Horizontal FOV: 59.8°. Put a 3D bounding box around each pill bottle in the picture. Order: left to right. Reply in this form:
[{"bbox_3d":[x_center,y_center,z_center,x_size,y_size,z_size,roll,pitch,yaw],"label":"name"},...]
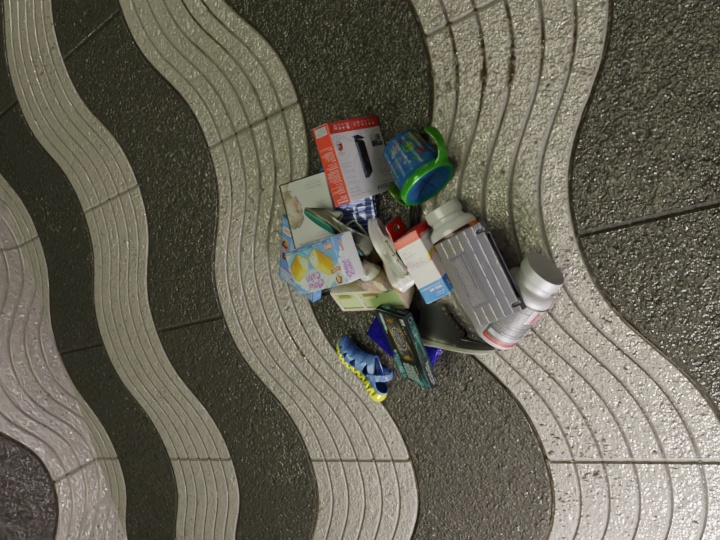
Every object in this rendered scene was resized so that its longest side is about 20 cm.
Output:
[{"bbox_3d":[0.228,-0.053,1.395,0.113,0.113,0.202,-32,86,39],"label":"pill bottle"},{"bbox_3d":[0.339,0.066,1.349,0.116,0.115,0.201,45,126,16],"label":"pill bottle"}]

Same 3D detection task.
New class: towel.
[{"bbox_3d":[-0.029,-0.170,1.570,0.143,0.024,0.203,-5,95,23],"label":"towel"},{"bbox_3d":[0.111,0.176,1.600,0.200,0.049,0.149,40,124,20],"label":"towel"}]

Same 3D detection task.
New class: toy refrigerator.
[{"bbox_3d":[0.029,0.055,1.574,0.198,0.070,0.076,-4,137,32],"label":"toy refrigerator"}]

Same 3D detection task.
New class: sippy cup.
[{"bbox_3d":[0.121,-0.240,1.413,0.177,0.139,0.131,-39,69,14],"label":"sippy cup"}]

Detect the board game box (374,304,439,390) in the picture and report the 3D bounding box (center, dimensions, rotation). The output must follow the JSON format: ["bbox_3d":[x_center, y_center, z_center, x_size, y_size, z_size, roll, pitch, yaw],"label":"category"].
[{"bbox_3d":[0.111,0.182,1.510,0.135,0.028,0.202,13,129,61],"label":"board game box"}]

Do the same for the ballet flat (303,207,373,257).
[{"bbox_3d":[-0.047,-0.108,1.537,0.199,0.064,0.067,37,169,10],"label":"ballet flat"}]

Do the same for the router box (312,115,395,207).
[{"bbox_3d":[-0.009,-0.257,1.453,0.048,0.199,0.182,-12,99,38],"label":"router box"}]

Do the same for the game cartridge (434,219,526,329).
[{"bbox_3d":[0.248,0.011,1.308,0.129,0.038,0.202,-28,87,44],"label":"game cartridge"}]

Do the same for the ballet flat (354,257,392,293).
[{"bbox_3d":[0.000,0.000,1.532,0.199,0.068,0.067,21,157,44],"label":"ballet flat"}]

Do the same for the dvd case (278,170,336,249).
[{"bbox_3d":[-0.125,-0.138,1.601,0.141,0.018,0.203,-13,93,25],"label":"dvd case"}]

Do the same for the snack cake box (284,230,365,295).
[{"bbox_3d":[-0.089,-0.016,1.522,0.199,0.067,0.116,-15,94,49],"label":"snack cake box"}]

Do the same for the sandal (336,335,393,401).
[{"bbox_3d":[0.018,0.250,1.684,0.200,0.079,0.087,47,124,5],"label":"sandal"}]

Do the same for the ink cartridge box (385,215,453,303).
[{"bbox_3d":[0.144,-0.040,1.440,0.067,0.116,0.202,-27,96,26],"label":"ink cartridge box"}]

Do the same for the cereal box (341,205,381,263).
[{"bbox_3d":[-0.039,-0.081,1.635,0.143,0.039,0.202,-34,83,38],"label":"cereal box"}]

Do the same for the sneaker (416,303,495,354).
[{"bbox_3d":[0.227,0.138,1.487,0.197,0.075,0.108,10,84,18],"label":"sneaker"}]

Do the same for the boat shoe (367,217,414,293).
[{"bbox_3d":[0.081,-0.047,1.485,0.069,0.071,0.202,-33,69,23],"label":"boat shoe"}]

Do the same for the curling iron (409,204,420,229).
[{"bbox_3d":[0.135,-0.070,1.517,0.049,0.025,0.203,13,113,30],"label":"curling iron"}]

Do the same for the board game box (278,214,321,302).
[{"bbox_3d":[-0.162,-0.035,1.717,0.151,0.036,0.202,33,132,33],"label":"board game box"}]
